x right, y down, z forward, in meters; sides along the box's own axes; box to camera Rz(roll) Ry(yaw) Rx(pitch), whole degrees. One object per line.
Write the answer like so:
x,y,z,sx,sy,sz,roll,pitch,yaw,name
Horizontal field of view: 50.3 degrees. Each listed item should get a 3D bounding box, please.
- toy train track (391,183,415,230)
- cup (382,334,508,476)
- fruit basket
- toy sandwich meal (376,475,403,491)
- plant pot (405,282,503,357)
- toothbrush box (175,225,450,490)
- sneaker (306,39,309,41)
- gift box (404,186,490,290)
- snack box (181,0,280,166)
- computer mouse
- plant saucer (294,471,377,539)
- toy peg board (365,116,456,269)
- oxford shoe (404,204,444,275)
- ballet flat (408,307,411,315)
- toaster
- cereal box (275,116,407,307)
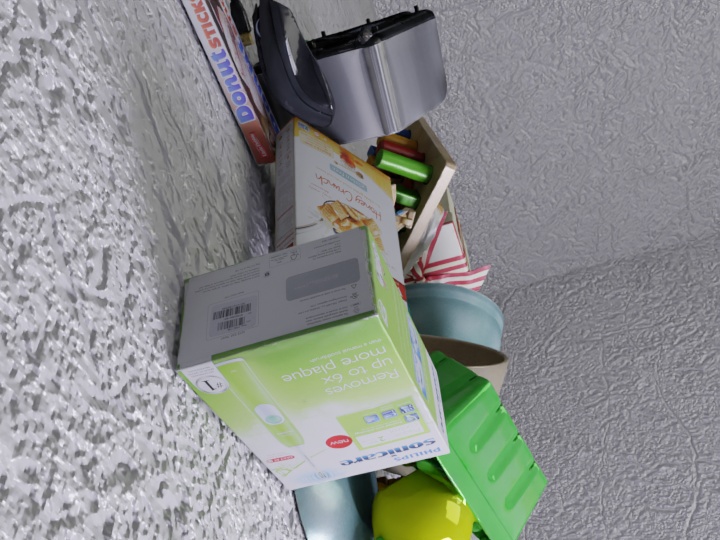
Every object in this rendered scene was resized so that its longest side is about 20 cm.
0.049,-0.052,0.959,0.200,0.032,0.115,-40,145,-72,toy train track
0.068,0.161,0.914,0.200,0.199,0.144,-16,112,-79,cup
0.068,0.213,0.754,0.155,0.215,0.216,27,-38,58,fruit basket
0.054,0.326,0.881,0.205,0.070,0.206,-12,90,-76,toy sandwich meal
0.102,0.128,1.085,0.200,0.199,0.135,61,30,-51,plant pot
-0.028,0.077,0.589,0.200,0.145,0.086,63,15,-48,toothbrush box
-0.064,-0.289,1.097,0.200,0.074,0.084,-75,152,-68,sneaker
0.110,-0.038,1.318,0.187,0.199,0.185,-86,152,-57,gift box
-0.130,-0.209,0.785,0.072,0.024,0.200,-92,163,-56,snack box
-0.103,-0.237,0.815,0.140,0.046,0.201,11,-51,61,computer mouse
-0.017,0.202,0.753,0.201,0.039,0.202,-16,90,-78,plant saucer
0.030,-0.124,1.136,0.200,0.097,0.199,-63,-155,26,toy peg board
0.070,-0.030,1.182,0.058,0.200,0.075,16,25,-26,oxford shoe
0.000,0.000,0.993,0.201,0.069,0.069,63,11,2,ballet flat
-0.011,-0.228,0.915,0.200,0.180,0.119,-44,122,-52,toaster
-0.022,-0.052,0.787,0.144,0.039,0.201,28,38,-33,cereal box
